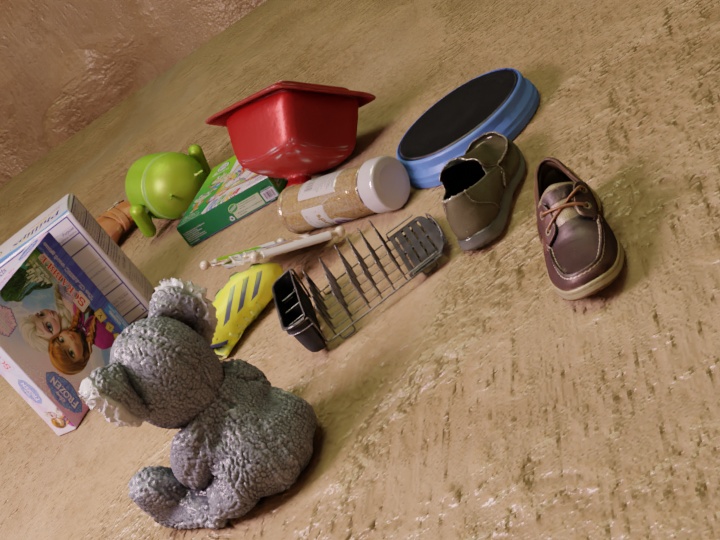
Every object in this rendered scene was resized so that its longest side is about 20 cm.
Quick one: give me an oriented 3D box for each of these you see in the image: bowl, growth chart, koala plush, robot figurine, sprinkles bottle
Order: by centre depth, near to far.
[{"bbox_3d":[-0.154,0.119,1.051,0.183,0.201,0.178,-8,35,51],"label":"koala plush"},{"bbox_3d":[0.130,-0.183,1.422,0.200,0.039,0.201,-32,22,15],"label":"bowl"},{"bbox_3d":[-0.110,-0.027,1.450,0.144,0.018,0.200,-19,6,-26],"label":"growth chart"},{"bbox_3d":[-0.025,-0.095,1.451,0.199,0.068,0.068,-11,33,49],"label":"sprinkles bottle"},{"bbox_3d":[-0.343,-0.149,1.993,0.176,0.116,0.199,-48,24,-20],"label":"robot figurine"}]

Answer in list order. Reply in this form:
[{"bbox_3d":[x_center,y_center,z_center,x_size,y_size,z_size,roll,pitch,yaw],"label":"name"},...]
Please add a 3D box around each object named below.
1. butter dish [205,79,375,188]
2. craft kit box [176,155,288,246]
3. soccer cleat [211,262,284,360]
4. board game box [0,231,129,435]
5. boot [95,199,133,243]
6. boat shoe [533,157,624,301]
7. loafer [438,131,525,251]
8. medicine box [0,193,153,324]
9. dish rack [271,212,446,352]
[{"bbox_3d":[-0.096,-0.184,1.654,0.198,0.149,0.199,-2,-9,-42],"label":"butter dish"},{"bbox_3d":[-0.188,-0.145,1.843,0.199,0.049,0.198,-26,22,28],"label":"craft kit box"},{"bbox_3d":[-0.165,0.069,1.382,0.200,0.065,0.084,-38,52,-13],"label":"soccer cleat"},{"bbox_3d":[-0.418,0.083,1.538,0.041,0.201,0.200,-22,27,32],"label":"board game box"},{"bbox_3d":[-0.511,-0.080,2.169,0.155,0.077,0.199,-48,26,-18],"label":"boot"},{"bbox_3d":[0.185,-0.045,1.016,0.072,0.072,0.201,-29,23,21],"label":"boat shoe"},{"bbox_3d":[0.129,-0.103,1.221,0.075,0.070,0.201,-27,24,26],"label":"loafer"},{"bbox_3d":[-0.438,0.024,1.684,0.182,0.201,0.103,-36,22,3],"label":"medicine box"},{"bbox_3d":[0.000,0.000,1.244,0.199,0.055,0.154,-37,22,4],"label":"dish rack"}]
